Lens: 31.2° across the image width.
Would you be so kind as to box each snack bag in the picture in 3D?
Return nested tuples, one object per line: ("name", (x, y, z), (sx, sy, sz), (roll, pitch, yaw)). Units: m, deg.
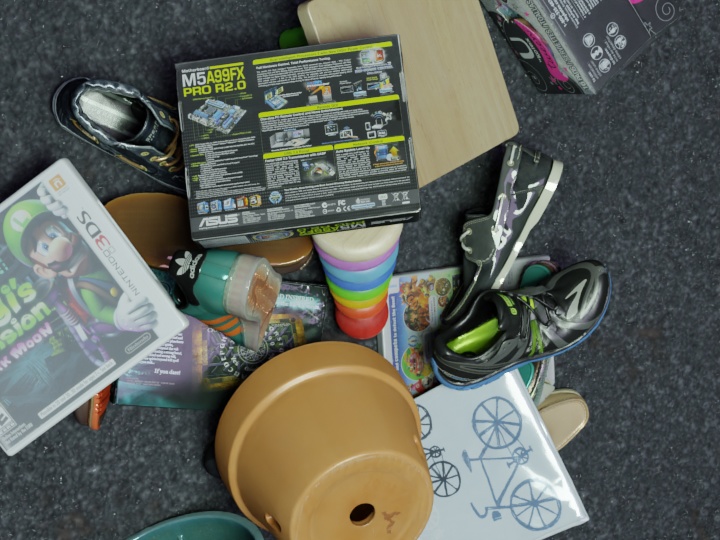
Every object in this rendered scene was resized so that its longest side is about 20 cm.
("snack bag", (0.102, 0.209, 1.298), (0.200, 0.021, 0.189), (-27, 86, 6))

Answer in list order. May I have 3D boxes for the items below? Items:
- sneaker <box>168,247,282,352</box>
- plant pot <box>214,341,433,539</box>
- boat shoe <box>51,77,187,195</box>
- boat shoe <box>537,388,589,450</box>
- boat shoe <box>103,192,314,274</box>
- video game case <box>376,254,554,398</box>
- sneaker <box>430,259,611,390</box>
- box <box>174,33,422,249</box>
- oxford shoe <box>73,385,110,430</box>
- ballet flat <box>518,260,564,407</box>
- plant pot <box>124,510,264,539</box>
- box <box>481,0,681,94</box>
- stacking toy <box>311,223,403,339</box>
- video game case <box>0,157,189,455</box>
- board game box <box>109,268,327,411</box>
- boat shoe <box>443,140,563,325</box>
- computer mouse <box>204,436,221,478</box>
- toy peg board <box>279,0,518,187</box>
("sneaker", (-0.120, 0.018, 1.140), (0.080, 0.200, 0.072), (18, 75, 6))
("plant pot", (-0.021, 0.185, 1.187), (0.200, 0.140, 0.201), (-10, 119, -18))
("boat shoe", (-0.179, -0.115, 1.163), (0.200, 0.091, 0.071), (21, 89, -24))
("boat shoe", (0.167, 0.192, 1.362), (0.200, 0.069, 0.074), (-28, 107, -17))
("boat shoe", (-0.143, -0.026, 1.199), (0.199, 0.070, 0.071), (9, 79, -6))
("video game case", (0.112, 0.065, 1.350), (0.200, 0.018, 0.144), (-7, 101, -22))
("sneaker", (0.159, 0.049, 1.256), (0.199, 0.071, 0.083), (-27, 147, -4))
("box", (-0.053, -0.111, 1.116), (0.199, 0.044, 0.161), (-8, 80, 2))
("oxford shoe", (-0.268, 0.048, 1.171), (0.072, 0.071, 0.201), (-6, 97, -1))
("ballet flat", (0.178, 0.089, 1.342), (0.071, 0.069, 0.200), (19, 89, -43))
("plant pot", (-0.150, 0.364, 1.197), (0.200, 0.200, 0.196), (-28, 115, -17))
("box", (0.197, -0.292, 1.285), (0.132, 0.115, 0.200), (-41, 109, -11))
("stacking toy", (0.000, 0.000, 1.219), (0.085, 0.200, 0.086), (-1, 59, 2))
("video game case", (-0.282, 0.033, 1.123), (0.200, 0.023, 0.182), (-36, 94, 4))
("board game box", (-0.134, 0.068, 1.241), (0.200, 0.028, 0.136), (7, 94, -23))
("boat shoe", (0.129, -0.034, 1.296), (0.068, 0.072, 0.200), (26, 100, -7))
("computer mouse", (-0.067, 0.141, 1.242), (0.200, 0.034, 0.059), (-38, 126, 8))
("toy peg board", (0.028, -0.188, 1.253), (0.199, 0.098, 0.200), (-30, 109, -33))
